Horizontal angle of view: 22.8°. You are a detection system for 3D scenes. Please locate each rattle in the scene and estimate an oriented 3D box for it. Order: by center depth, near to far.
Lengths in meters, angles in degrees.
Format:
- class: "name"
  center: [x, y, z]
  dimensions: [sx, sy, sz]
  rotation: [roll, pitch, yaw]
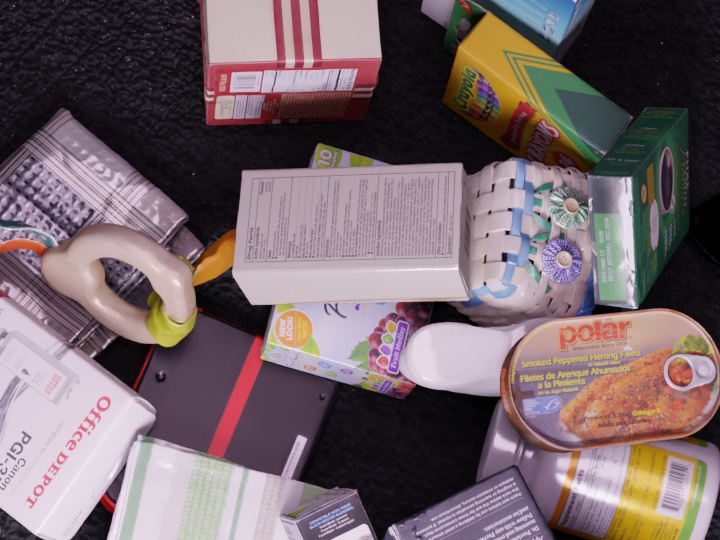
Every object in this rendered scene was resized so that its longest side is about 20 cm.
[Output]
- class: "rattle"
  center: [-0.217, -0.030, 1.591]
  dimensions: [0.198, 0.131, 0.144]
  rotation: [19, 65, 19]

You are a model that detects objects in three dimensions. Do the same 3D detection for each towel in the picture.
- class: "towel"
  center: [-0.122, 0.239, 1.545]
  dimensions: [0.198, 0.031, 0.151]
  rotation: [18, 77, -17]
- class: "towel"
  center: [-0.269, -0.023, 1.639]
  dimensions: [0.200, 0.035, 0.193]
  rotation: [42, 74, 8]

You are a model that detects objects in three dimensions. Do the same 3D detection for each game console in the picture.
- class: "game console"
  center: [-0.128, 0.147, 1.603]
  dimensions: [0.175, 0.031, 0.202]
  rotation: [24, 73, -3]

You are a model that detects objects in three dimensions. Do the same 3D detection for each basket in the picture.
- class: "basket"
  center: [0.178, -0.003, 1.624]
  dimensions: [0.199, 0.138, 0.178]
  rotation: [22, 66, -35]

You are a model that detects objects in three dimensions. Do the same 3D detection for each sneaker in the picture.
- class: "sneaker"
  center: [0.130, 0.082, 1.566]
  dimensions: [0.198, 0.089, 0.076]
  rotation: [8, 75, -9]

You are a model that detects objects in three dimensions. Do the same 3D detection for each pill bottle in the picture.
- class: "pill bottle"
  center: [0.207, 0.180, 1.572]
  dimensions: [0.198, 0.111, 0.112]
  rotation: [16, 72, 1]

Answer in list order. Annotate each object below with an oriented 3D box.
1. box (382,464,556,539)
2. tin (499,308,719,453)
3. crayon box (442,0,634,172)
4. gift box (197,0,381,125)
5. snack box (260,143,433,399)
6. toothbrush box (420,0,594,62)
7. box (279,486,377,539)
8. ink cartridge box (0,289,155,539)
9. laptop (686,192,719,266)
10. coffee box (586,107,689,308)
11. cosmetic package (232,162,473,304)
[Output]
- class: "box"
  center: [0.110, 0.290, 1.483]
  dimensions: [0.123, 0.200, 0.198]
  rotation: [-23, 76, -11]
- class: "tin"
  center: [0.213, 0.093, 1.520]
  dimensions: [0.198, 0.042, 0.113]
  rotation: [-4, 82, -17]
- class: "crayon box"
  center: [0.150, -0.160, 1.668]
  dimensions: [0.199, 0.127, 0.051]
  rotation: [37, 73, 9]
- class: "gift box"
  center: [-0.083, -0.252, 1.649]
  dimensions: [0.198, 0.185, 0.189]
  rotation: [0, 74, -11]
- class: "snack box"
  center: [0.000, 0.000, 1.633]
  dimensions: [0.141, 0.053, 0.202]
  rotation: [15, 68, -5]
- class: "toothbrush box"
  center: [0.145, -0.274, 1.665]
  dimensions: [0.146, 0.200, 0.086]
  rotation: [35, 72, 8]
- class: "box"
  center: [0.002, 0.286, 1.501]
  dimensions: [0.060, 0.117, 0.202]
  rotation: [-23, 89, -10]
- class: "ink cartridge box"
  center: [-0.299, 0.117, 1.544]
  dimensions: [0.199, 0.083, 0.147]
  rotation: [34, 83, 14]
- class: "laptop"
  center: [0.430, -0.001, 1.701]
  dimensions: [0.176, 0.104, 0.200]
  rotation: [-30, 51, -13]
- class: "coffee box"
  center: [0.249, -0.059, 1.582]
  dimensions: [0.044, 0.200, 0.124]
  rotation: [4, 114, 23]
- class: "cosmetic package"
  center: [-0.004, -0.031, 1.552]
  dimensions: [0.198, 0.073, 0.105]
  rotation: [-1, 66, 13]
